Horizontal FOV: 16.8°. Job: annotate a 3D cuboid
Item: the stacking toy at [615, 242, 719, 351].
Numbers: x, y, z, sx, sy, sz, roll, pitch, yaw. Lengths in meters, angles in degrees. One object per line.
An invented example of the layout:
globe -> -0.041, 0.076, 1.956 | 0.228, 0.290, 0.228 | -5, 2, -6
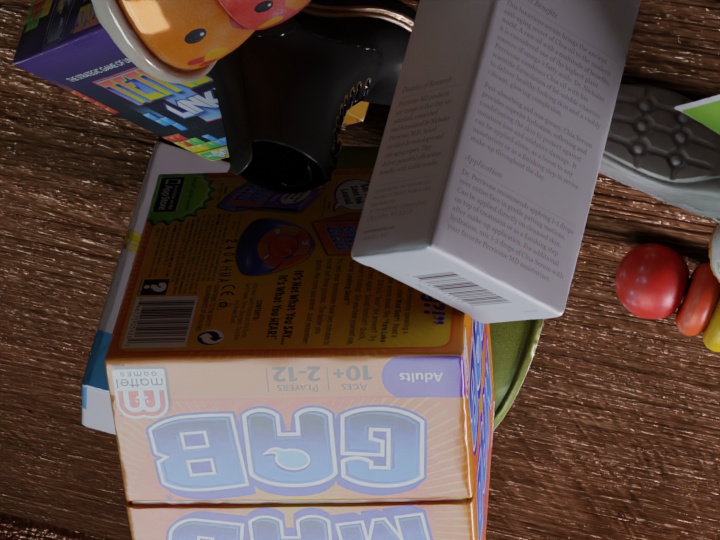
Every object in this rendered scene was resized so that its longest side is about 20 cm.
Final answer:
stacking toy -> 0.277, 0.034, 1.732 | 0.199, 0.086, 0.085 | 22, 164, 1

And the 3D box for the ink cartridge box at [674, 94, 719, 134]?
ink cartridge box -> 0.296, -0.086, 1.312 | 0.199, 0.076, 0.148 | 27, 161, -26

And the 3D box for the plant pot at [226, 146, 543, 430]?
plant pot -> 0.000, 0.000, 1.613 | 0.192, 0.202, 0.200 | 13, 166, -17

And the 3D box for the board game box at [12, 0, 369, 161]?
board game box -> -0.108, -0.138, 1.574 | 0.165, 0.057, 0.200 | 24, 162, -28

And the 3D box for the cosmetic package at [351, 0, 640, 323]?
cosmetic package -> 0.075, -0.083, 1.311 | 0.101, 0.201, 0.071 | 27, 160, -33

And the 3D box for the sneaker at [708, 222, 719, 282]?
sneaker -> 0.329, 0.013, 1.599 | 0.199, 0.076, 0.088 | 19, 164, -10

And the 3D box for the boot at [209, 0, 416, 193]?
boot -> -0.017, -0.092, 1.426 | 0.199, 0.139, 0.077 | 10, 141, -37

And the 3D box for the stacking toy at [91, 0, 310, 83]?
stacking toy -> -0.038, -0.187, 1.271 | 0.199, 0.147, 0.146 | -11, 152, 26

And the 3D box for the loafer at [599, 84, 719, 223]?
loafer -> 0.211, -0.060, 1.487 | 0.199, 0.070, 0.070 | 18, 155, -5

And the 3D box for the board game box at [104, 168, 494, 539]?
board game box -> -0.027, 0.075, 1.446 | 0.198, 0.200, 0.201 | -1, 123, 7

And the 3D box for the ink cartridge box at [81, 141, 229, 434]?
ink cartridge box -> -0.120, 0.030, 1.878 | 0.145, 0.201, 0.147 | 16, 164, -2
